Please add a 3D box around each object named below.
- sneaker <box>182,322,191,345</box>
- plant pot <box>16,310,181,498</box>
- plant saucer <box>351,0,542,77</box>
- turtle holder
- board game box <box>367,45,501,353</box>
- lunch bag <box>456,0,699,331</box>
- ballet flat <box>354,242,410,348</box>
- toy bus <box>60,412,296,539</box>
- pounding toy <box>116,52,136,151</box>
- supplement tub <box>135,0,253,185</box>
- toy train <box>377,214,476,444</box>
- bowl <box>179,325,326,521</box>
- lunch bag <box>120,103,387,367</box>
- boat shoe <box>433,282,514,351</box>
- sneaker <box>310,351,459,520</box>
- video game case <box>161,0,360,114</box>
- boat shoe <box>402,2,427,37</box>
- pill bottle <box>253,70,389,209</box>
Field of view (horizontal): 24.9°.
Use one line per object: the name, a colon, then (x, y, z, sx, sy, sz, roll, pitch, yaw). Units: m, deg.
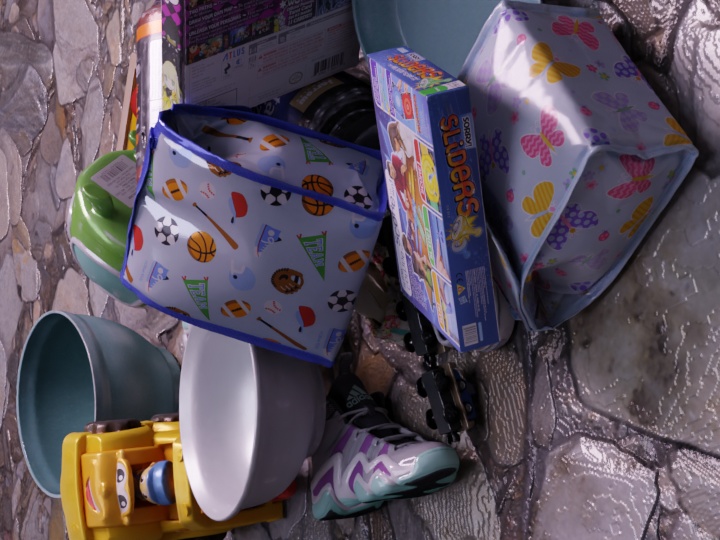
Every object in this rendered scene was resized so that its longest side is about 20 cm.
sneaker: (-0.101, 0.058, 1.585, 0.140, 0.077, 0.201, 58, 133, 37)
plant pot: (-0.276, 0.144, 1.792, 0.200, 0.134, 0.202, -1, 88, 55)
plant saucer: (0.079, -0.213, 1.346, 0.199, 0.036, 0.201, 20, 122, 36)
turtle holder: (-0.186, -0.029, 1.539, 0.132, 0.184, 0.141, 115, 165, -44)
board game box: (0.054, -0.056, 1.226, 0.135, 0.034, 0.201, -132, 31, -62)
lunch bag: (0.134, -0.074, 1.235, 0.170, 0.127, 0.200, 64, 143, 34)
ballet flat: (0.000, 0.000, 1.470, 0.200, 0.064, 0.076, 43, 124, 47)
toy bus: (-0.164, 0.206, 1.590, 0.191, 0.199, 0.137, -9, 84, 46)
pounding toy: (-0.172, -0.136, 1.647, 0.200, 0.142, 0.185, 29, 112, 51)
supplement tub: (-0.148, -0.169, 1.456, 0.107, 0.106, 0.201, -11, 77, 54)
toy train: (0.058, 0.048, 1.384, 0.034, 0.046, 0.201, -23, 78, 47)
bowl: (-0.090, 0.122, 1.466, 0.201, 0.090, 0.202, -178, 90, -66)
lunch bag: (-0.091, -0.037, 1.355, 0.124, 0.199, 0.171, -83, 9, -58)
boat shoe: (0.072, -0.029, 1.363, 0.072, 0.068, 0.201, -22, 72, 52)
sneaker: (0.007, 0.137, 1.443, 0.200, 0.077, 0.141, -27, 68, 51)
video game case: (-0.078, -0.224, 1.356, 0.036, 0.199, 0.182, 38, 139, 34)
boat shoe: (0.004, -0.237, 1.472, 0.201, 0.060, 0.073, 22, 107, 53)
pill bottle: (-0.032, -0.127, 1.477, 0.200, 0.111, 0.112, 35, 117, 49)
